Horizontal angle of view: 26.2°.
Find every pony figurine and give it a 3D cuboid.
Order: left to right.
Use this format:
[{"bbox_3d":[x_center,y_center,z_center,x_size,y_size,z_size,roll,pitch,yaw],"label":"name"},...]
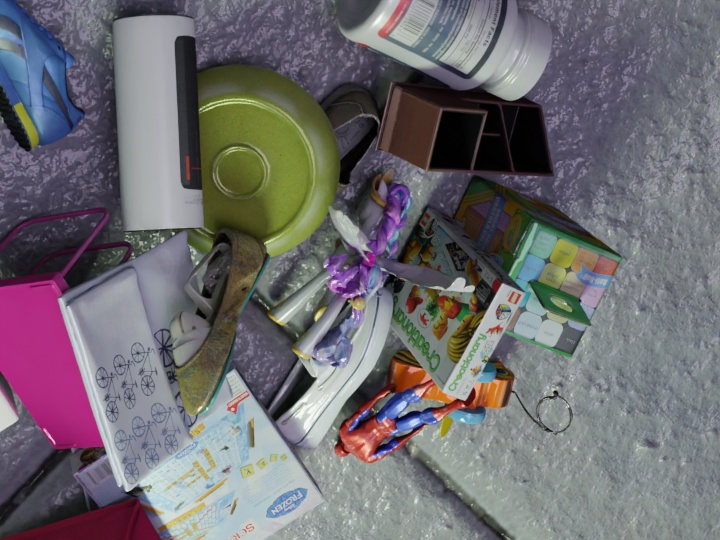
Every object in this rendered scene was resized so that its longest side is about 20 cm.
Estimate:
[{"bbox_3d":[0.000,0.000,1.563,0.166,0.193,0.201,32,97,-25],"label":"pony figurine"}]

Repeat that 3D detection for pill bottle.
[{"bbox_3d":[0.087,-0.249,1.545,0.198,0.120,0.121,22,101,-28],"label":"pill bottle"}]

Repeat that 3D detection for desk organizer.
[{"bbox_3d":[0.118,-0.142,1.588,0.198,0.077,0.073,-1,112,-43],"label":"desk organizer"}]

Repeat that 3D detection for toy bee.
[{"bbox_3d":[0.126,0.133,1.732,0.199,0.109,0.132,34,104,-4],"label":"toy bee"}]

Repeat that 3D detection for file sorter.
[{"bbox_3d":[-0.266,0.054,1.496,0.201,0.138,0.126,62,39,-29],"label":"file sorter"}]

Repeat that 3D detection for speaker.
[{"bbox_3d":[-0.192,-0.136,1.463,0.080,0.081,0.203,-3,90,-21],"label":"speaker"}]

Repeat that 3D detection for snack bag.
[{"bbox_3d":[-0.192,0.080,1.459,0.200,0.021,0.191,-34,112,-55],"label":"snack bag"}]

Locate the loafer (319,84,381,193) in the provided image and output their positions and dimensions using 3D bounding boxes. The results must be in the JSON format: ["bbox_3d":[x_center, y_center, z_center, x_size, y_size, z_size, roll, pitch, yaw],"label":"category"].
[{"bbox_3d":[-0.052,-0.103,1.572,0.075,0.070,0.201,38,93,-29],"label":"loafer"}]

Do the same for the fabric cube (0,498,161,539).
[{"bbox_3d":[-0.280,0.387,1.565,0.198,0.197,0.201,-17,117,15],"label":"fabric cube"}]

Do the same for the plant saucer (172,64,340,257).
[{"bbox_3d":[-0.119,-0.101,1.529,0.197,0.031,0.203,0,109,1],"label":"plant saucer"}]

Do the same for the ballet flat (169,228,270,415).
[{"bbox_3d":[-0.145,0.043,1.473,0.071,0.070,0.202,41,51,-29],"label":"ballet flat"}]

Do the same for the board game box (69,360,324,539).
[{"bbox_3d":[-0.169,0.220,1.634,0.199,0.041,0.201,-32,119,-2],"label":"board game box"}]

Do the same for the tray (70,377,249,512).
[{"bbox_3d":[-0.205,0.187,1.650,0.198,0.022,0.109,-18,115,-15],"label":"tray"}]

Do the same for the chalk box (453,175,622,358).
[{"bbox_3d":[0.181,0.001,1.633,0.123,0.200,0.125,21,101,-27],"label":"chalk box"}]

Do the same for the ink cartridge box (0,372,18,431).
[{"bbox_3d":[-0.440,0.092,1.483,0.145,0.084,0.201,-32,118,-8],"label":"ink cartridge box"}]

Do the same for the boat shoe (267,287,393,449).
[{"bbox_3d":[-0.036,0.100,1.655,0.066,0.074,0.202,22,101,-29],"label":"boat shoe"}]

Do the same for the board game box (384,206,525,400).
[{"bbox_3d":[0.089,0.031,1.603,0.034,0.200,0.127,21,105,-28],"label":"board game box"}]

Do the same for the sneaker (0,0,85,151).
[{"bbox_3d":[-0.317,-0.212,1.432,0.078,0.066,0.202,-32,119,-21],"label":"sneaker"}]

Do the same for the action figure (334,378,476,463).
[{"bbox_3d":[0.039,0.159,1.674,0.199,0.052,0.066,-34,104,36],"label":"action figure"}]
